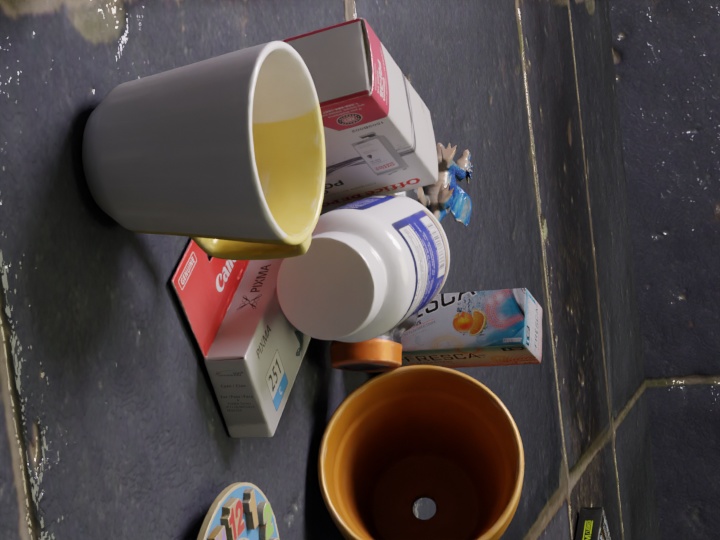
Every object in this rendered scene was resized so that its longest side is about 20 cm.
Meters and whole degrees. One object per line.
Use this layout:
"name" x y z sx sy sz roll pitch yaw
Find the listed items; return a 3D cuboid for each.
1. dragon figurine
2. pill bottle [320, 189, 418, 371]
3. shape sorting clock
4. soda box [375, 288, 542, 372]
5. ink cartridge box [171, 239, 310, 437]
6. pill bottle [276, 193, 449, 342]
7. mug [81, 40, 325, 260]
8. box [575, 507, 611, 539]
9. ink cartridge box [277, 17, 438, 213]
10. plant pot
"dragon figurine" 0.100 -0.086 2.029 0.099 0.059 0.200 58 32 -52
"pill bottle" 0.005 -0.001 1.674 0.106 0.106 0.200 29 60 -67
"shape sorting clock" -0.101 0.279 1.411 0.200 0.039 0.200 -4 90 -70
"soda box" 0.085 0.063 1.743 0.068 0.200 0.064 44 45 -61
"ink cartridge box" -0.093 0.018 1.481 0.200 0.045 0.176 -71 151 -49
"pill bottle" 0.000 0.000 1.505 0.200 0.120 0.120 -26 110 -70
"mug" -0.119 -0.072 1.263 0.149 0.153 0.187 -54 137 -62
"box" 0.382 0.521 2.725 0.193 0.047 0.200 -70 150 -46
"ink cartridge box" -0.026 -0.135 1.535 0.200 0.146 0.083 45 34 -61
"plant pot" 0.065 0.220 1.698 0.183 0.200 0.200 79 14 -66
